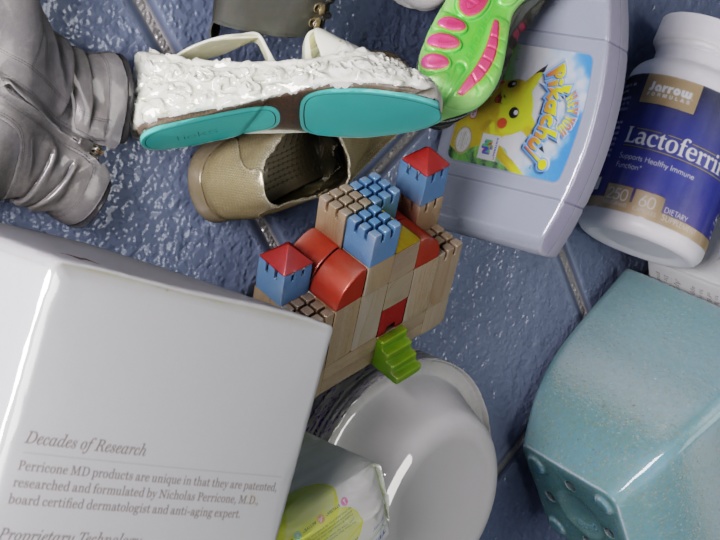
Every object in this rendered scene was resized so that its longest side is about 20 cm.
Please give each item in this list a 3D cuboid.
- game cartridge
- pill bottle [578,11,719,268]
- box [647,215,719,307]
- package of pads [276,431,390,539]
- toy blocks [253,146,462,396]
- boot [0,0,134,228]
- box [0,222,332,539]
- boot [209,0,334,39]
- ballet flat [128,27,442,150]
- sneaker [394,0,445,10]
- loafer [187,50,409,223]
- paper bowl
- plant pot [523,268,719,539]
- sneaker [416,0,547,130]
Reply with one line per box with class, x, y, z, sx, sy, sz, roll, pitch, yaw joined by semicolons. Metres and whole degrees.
game cartridge;0.127;-0.117;0.992;0.040;0.133;0.202;13;93;-54
pill bottle;0.274;-0.114;1.157;0.115;0.115;0.202;26;83;-46
box;0.385;0.019;1.280;0.200;0.130;0.200;-43;140;-28
package of pads;-0.096;0.169;0.836;0.199;0.154;0.069;-32;124;-35
toy blocks;0.000;0.000;0.889;0.199;0.100;0.137;-28;143;-37
boot;-0.180;-0.128;0.733;0.131;0.070;0.202;5;107;-52
box;-0.163;0.072;0.704;0.199;0.198;0.173;15;91;-48
boot;0.002;-0.205;0.823;0.078;0.198;0.140;-64;160;-70
ballet flat;-0.047;-0.117;0.808;0.198;0.072;0.072;-5;109;-10
sneaker;0.035;-0.261;0.891;0.076;0.080;0.201;-47;135;-28
loafer;-0.024;-0.086;0.893;0.200;0.067;0.077;-38;127;-31
paper bowl;0.025;0.160;0.996;0.200;0.104;0.202;-18;116;-42
plant pot;0.260;0.156;1.181;0.200;0.196;0.197;-37;127;-22
sneaker;0.087;-0.181;0.944;0.077;0.084;0.201;36;63;-1
